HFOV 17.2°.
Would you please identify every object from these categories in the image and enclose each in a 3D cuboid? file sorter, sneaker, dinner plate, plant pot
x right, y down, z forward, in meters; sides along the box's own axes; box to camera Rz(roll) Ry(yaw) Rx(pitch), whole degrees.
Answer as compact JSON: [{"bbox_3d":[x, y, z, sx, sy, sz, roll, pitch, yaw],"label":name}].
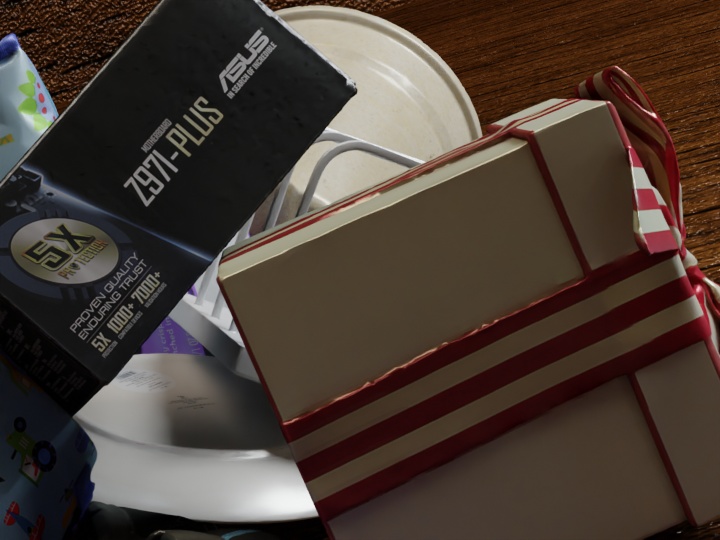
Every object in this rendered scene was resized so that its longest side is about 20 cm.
[{"bbox_3d":[0.000,0.000,1.191,0.139,0.125,0.200,20,3,-16],"label":"file sorter"},{"bbox_3d":[-0.071,0.139,0.998,0.082,0.073,0.200,7,-2,-23],"label":"sneaker"},{"bbox_3d":[-0.080,0.073,1.152,0.200,0.024,0.200,6,16,-2],"label":"dinner plate"},{"bbox_3d":[-0.037,-0.036,1.455,0.200,0.201,0.184,-15,23,20],"label":"plant pot"}]

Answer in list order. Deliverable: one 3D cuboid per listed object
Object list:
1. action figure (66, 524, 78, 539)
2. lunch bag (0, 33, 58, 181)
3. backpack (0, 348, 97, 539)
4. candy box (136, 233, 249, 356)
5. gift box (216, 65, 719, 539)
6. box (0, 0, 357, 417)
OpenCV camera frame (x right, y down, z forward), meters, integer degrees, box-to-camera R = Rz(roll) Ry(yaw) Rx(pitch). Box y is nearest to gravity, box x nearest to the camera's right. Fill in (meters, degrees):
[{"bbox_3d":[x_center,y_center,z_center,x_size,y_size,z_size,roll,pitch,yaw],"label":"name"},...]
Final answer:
[{"bbox_3d":[-0.137,0.096,1.193,0.200,0.099,0.065,-27,14,-25],"label":"action figure"},{"bbox_3d":[-0.210,-0.025,1.243,0.127,0.170,0.200,-19,7,-10],"label":"lunch bag"},{"bbox_3d":[-0.222,0.116,0.961,0.134,0.183,0.200,-19,31,39],"label":"backpack"},{"bbox_3d":[-0.155,0.021,1.375,0.200,0.168,0.072,-12,12,33],"label":"candy box"},{"bbox_3d":[0.061,0.039,0.942,0.187,0.185,0.200,-24,10,-2],"label":"gift box"},{"bbox_3d":[-0.103,-0.025,1.026,0.164,0.086,0.200,-51,4,-15],"label":"box"}]
